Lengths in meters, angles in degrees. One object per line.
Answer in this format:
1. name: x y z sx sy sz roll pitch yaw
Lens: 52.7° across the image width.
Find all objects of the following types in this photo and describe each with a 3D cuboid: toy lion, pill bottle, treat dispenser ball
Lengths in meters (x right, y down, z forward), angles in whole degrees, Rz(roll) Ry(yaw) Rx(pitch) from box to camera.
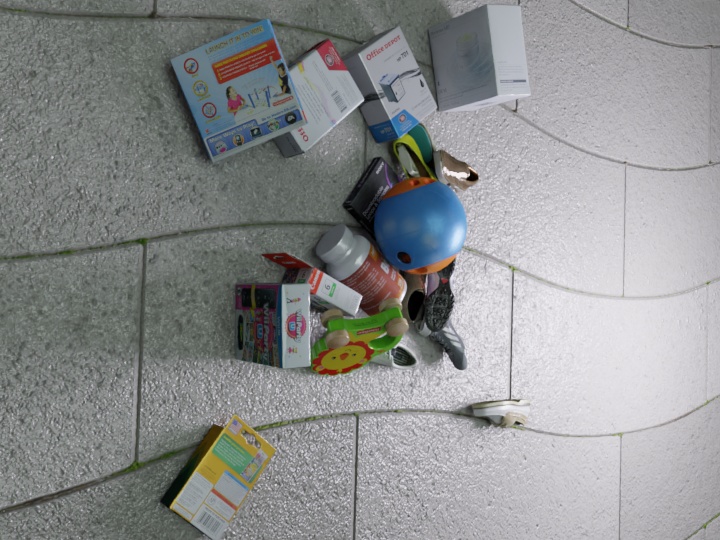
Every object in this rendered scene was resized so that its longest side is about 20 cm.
1. toy lion: -0.010 0.150 1.486 0.196 0.193 0.070 -10 55 -12
2. pill bottle: 0.000 0.000 1.539 0.200 0.111 0.113 46 65 -27
3. treat dispenser ball: 0.126 -0.094 1.537 0.198 0.199 0.206 1 89 -36

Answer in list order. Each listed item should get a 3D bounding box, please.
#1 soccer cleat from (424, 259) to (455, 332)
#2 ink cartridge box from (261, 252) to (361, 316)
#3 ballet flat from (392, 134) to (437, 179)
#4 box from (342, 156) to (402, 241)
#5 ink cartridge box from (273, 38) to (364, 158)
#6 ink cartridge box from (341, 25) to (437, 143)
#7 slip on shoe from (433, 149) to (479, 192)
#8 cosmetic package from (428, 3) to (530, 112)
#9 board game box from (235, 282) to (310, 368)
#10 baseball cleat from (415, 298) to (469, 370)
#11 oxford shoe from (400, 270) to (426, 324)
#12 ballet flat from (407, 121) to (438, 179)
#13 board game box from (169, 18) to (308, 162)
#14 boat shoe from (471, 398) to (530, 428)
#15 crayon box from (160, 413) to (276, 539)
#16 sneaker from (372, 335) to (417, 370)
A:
1. soccer cleat: 0.179 0.046 1.664 0.067 0.073 0.204 9 71 -5
2. ink cartridge box: -0.104 0.030 1.463 0.198 0.108 0.051 31 72 -32
3. ballet flat: 0.130 -0.215 1.650 0.202 0.066 0.067 61 23 -5
4. box: 0.065 -0.134 1.636 0.200 0.036 0.144 44 65 -26
5. ink cartridge box: -0.109 -0.349 1.481 0.200 0.082 0.147 -45 114 -28
6. ink cartridge box: 0.061 -0.409 1.608 0.146 0.085 0.202 -41 114 -29
7. slip on shoe: 0.222 -0.231 1.685 0.199 0.059 0.078 28 55 -62
8. cosmetic package: 0.274 -0.489 1.695 0.121 0.198 0.205 -11 95 -35
9. board game box: -0.167 0.098 1.360 0.063 0.198 0.151 0 89 -35
10. baseball cleat: 0.184 0.153 1.710 0.105 0.069 0.204 -23 93 -28
11. oxford shoe: 0.130 0.031 1.657 0.070 0.074 0.204 23 75 -31
12. ballet flat: 0.157 -0.251 1.702 0.062 0.066 0.204 -43 120 -59
13. board game box: -0.222 -0.331 1.351 0.196 0.056 0.199 -20 104 3
14. boat shoe: 0.358 0.360 1.821 0.197 0.074 0.070 5 81 -37
15. crayon box: -0.265 0.387 1.375 0.126 0.051 0.201 47 65 -26
16. sneaker: 0.045 0.168 1.594 0.197 0.070 0.075 19 78 -34
